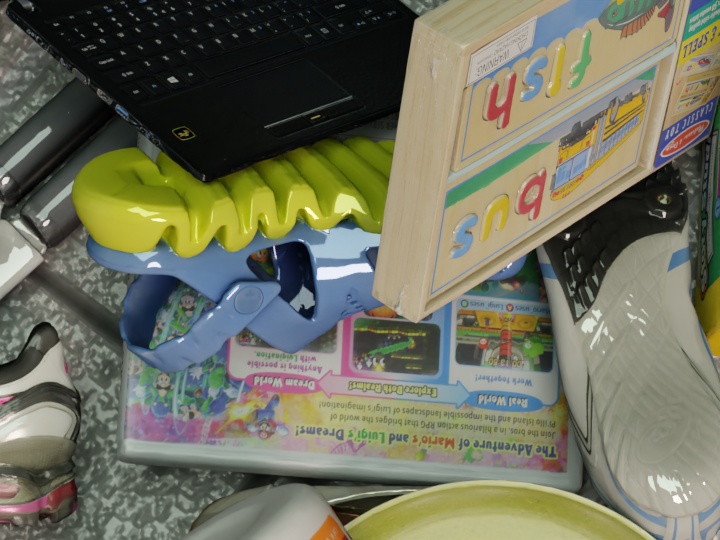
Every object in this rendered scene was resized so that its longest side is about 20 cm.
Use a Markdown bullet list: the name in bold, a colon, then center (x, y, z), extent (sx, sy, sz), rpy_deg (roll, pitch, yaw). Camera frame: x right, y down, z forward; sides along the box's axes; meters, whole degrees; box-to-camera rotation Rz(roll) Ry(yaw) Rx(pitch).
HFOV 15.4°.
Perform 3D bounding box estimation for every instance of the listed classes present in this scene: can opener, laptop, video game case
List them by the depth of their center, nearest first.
- **laptop**: center (-0.058, -0.152, 1.120), extent (0.177, 0.103, 0.200), rpy_deg (-23, 53, -42)
- **video game case**: center (0.000, 0.000, 1.148), extent (0.200, 0.024, 0.182), rpy_deg (5, 76, -11)
- **can opener**: center (-0.141, -0.038, 1.161), extent (0.200, 0.066, 0.053), rpy_deg (-42, 81, -14)

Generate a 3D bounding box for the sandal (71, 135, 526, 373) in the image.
- **sandal**: center (-0.025, -0.005, 1.102), extent (0.200, 0.079, 0.087), rpy_deg (-1, 116, -20)

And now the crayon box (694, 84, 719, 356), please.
- **crayon box**: center (0.186, -0.076, 1.105), extent (0.058, 0.173, 0.200), rpy_deg (6, 77, -3)

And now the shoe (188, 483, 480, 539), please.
- **shoe**: center (0.024, 0.126, 1.121), extent (0.200, 0.053, 0.070), rpy_deg (4, 76, 2)

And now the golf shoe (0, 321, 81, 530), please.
- **golf shoe**: center (-0.218, 0.060, 1.123), extent (0.200, 0.073, 0.092), rpy_deg (1, 95, -5)

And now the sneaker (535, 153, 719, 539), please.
- **sneaker**: center (0.112, 0.026, 1.120), extent (0.072, 0.072, 0.200), rpy_deg (-4, 60, -7)

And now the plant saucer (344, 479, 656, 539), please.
- **plant saucer**: center (0.055, 0.179, 1.089), extent (0.200, 0.031, 0.200), rpy_deg (1, 101, 4)

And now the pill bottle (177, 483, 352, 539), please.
- **pill bottle**: center (-0.011, 0.191, 1.026), extent (0.110, 0.110, 0.200), rpy_deg (-33, 97, -7)

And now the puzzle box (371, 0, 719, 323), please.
- **puzzle box**: center (0.085, -0.074, 1.054), extent (0.025, 0.133, 0.200), rpy_deg (33, 45, 27)
